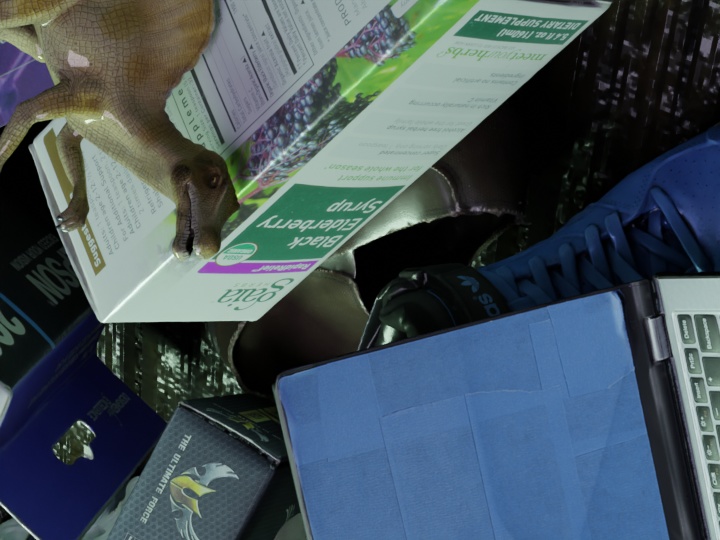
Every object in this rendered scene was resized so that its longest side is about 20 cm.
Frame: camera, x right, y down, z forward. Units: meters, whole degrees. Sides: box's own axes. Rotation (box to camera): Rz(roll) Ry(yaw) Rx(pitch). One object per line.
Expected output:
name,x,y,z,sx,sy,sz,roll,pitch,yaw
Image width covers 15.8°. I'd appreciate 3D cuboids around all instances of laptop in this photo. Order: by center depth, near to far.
laptop,0.097,0.106,0.810,0.199,0.116,0.188,-1,106,48

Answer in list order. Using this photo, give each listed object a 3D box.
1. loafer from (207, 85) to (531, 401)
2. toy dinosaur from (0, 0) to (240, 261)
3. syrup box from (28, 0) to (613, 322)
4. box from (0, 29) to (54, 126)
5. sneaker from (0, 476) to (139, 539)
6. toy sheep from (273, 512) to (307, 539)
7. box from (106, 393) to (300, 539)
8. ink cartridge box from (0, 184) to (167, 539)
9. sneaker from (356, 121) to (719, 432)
loafer,0.000,0.000,0.961,0.073,0.072,0.200,2,147,-27
toy dinosaur,-0.099,-0.089,0.857,0.101,0.058,0.201,-21,85,11
syrup box,-0.019,-0.065,0.875,0.200,0.078,0.082,-42,62,35
box,-0.182,-0.143,0.908,0.147,0.104,0.201,-27,117,4
sneaker,-0.103,0.173,1.212,0.199,0.080,0.130,-21,115,45
toy sheep,0.027,0.146,0.925,0.199,0.138,0.138,3,132,7
box,-0.076,0.146,1.035,0.051,0.158,0.201,29,95,13
ink cartridge box,-0.160,0.011,1.026,0.200,0.198,0.043,41,104,-3
sneaker,0.072,0.016,0.882,0.200,0.111,0.077,-39,68,36
